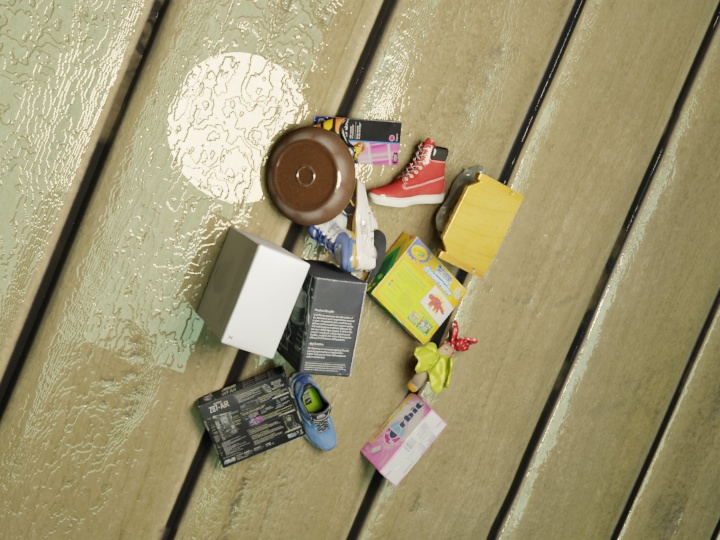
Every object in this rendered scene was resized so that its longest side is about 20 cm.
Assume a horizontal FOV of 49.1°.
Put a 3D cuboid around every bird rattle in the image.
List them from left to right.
[{"bbox_3d":[0.176,0.207,1.859,0.112,0.200,0.164,40,125,3],"label":"bird rattle"}]

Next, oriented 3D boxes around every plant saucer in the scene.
[{"bbox_3d":[-0.108,-0.193,1.610,0.197,0.037,0.204,2,96,15],"label":"plant saucer"}]

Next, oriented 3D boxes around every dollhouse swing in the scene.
[{"bbox_3d":[0.245,-0.114,1.779,0.180,0.176,0.202,23,98,-26],"label":"dollhouse swing"}]

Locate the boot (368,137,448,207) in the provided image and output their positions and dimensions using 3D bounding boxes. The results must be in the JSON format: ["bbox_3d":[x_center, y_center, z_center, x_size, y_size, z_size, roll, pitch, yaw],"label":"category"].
[{"bbox_3d":[0.107,-0.219,1.741,0.197,0.072,0.147,-10,117,-31],"label":"boot"}]

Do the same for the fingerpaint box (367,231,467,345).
[{"bbox_3d":[0.124,0.041,1.820,0.200,0.073,0.167,43,84,-27],"label":"fingerpaint box"}]

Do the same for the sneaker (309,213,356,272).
[{"bbox_3d":[-0.063,-0.064,1.649,0.087,0.201,0.076,0,126,-18],"label":"sneaker"}]

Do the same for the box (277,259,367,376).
[{"bbox_3d":[-0.092,0.094,1.652,0.122,0.200,0.200,8,98,-26],"label":"box"}]

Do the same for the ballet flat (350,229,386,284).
[{"bbox_3d":[0.000,0.000,1.743,0.072,0.073,0.202,27,87,-27],"label":"ballet flat"}]

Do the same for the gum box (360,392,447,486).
[{"bbox_3d":[0.105,0.393,1.871,0.200,0.113,0.066,-48,117,-7],"label":"gum box"}]

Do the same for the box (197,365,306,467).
[{"bbox_3d":[-0.234,0.318,1.713,0.197,0.044,0.162,-21,110,-7],"label":"box"}]

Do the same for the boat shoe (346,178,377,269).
[{"bbox_3d":[0.004,-0.098,1.710,0.068,0.071,0.204,6,76,-27],"label":"boat shoe"}]

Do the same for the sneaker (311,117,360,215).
[{"bbox_3d":[-0.034,-0.218,1.642,0.089,0.070,0.203,-18,96,14],"label":"sneaker"}]

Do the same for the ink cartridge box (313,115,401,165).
[{"bbox_3d":[-0.006,-0.280,1.707,0.197,0.037,0.096,-1,103,-23],"label":"ink cartridge box"}]

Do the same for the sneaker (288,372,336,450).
[{"bbox_3d":[-0.102,0.326,1.773,0.078,0.089,0.202,-28,113,-15],"label":"sneaker"}]

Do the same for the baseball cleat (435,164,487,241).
[{"bbox_3d":[0.231,-0.153,1.837,0.201,0.069,0.107,-50,155,-24],"label":"baseball cleat"}]

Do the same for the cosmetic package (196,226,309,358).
[{"bbox_3d":[-0.219,0.040,1.588,0.122,0.200,0.202,21,94,-27],"label":"cosmetic package"}]
